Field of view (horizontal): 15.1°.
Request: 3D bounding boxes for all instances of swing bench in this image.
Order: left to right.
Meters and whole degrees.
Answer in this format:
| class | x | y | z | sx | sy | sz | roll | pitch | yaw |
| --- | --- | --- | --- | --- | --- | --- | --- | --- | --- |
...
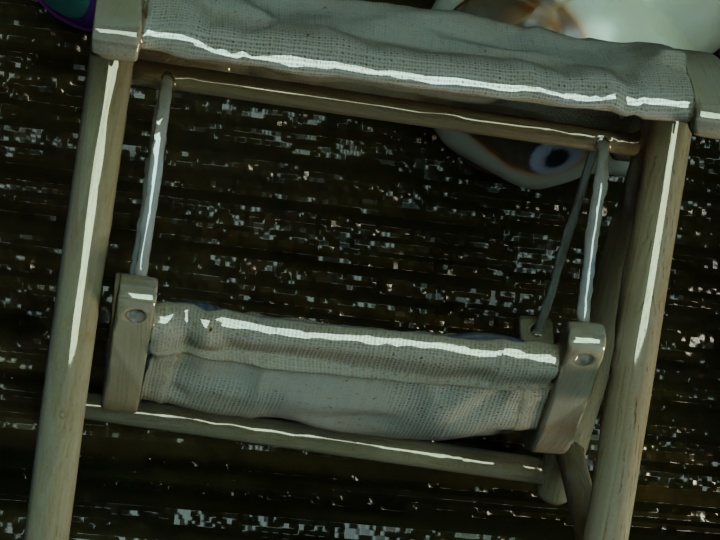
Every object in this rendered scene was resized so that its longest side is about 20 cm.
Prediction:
| class | x | y | z | sx | sy | sz | roll | pitch | yaw |
| --- | --- | --- | --- | --- | --- | --- | --- | --- | --- |
| swing bench | 0.000 | 0.000 | 0.895 | 0.198 | 0.130 | 0.201 | 8 | 111 | -7 |

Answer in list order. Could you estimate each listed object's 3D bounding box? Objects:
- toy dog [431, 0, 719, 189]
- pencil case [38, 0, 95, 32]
| class | x | y | z | sx | sy | sz | roll | pitch | yaw |
| --- | --- | --- | --- | --- | --- | --- | --- | --- | --- |
| toy dog | 0.091 | -0.125 | 0.988 | 0.193 | 0.140 | 0.201 | 22 | 77 | 2 |
| pencil case | -0.052 | -0.181 | 0.980 | 0.092 | 0.085 | 0.200 | 33 | 70 | 32 |
